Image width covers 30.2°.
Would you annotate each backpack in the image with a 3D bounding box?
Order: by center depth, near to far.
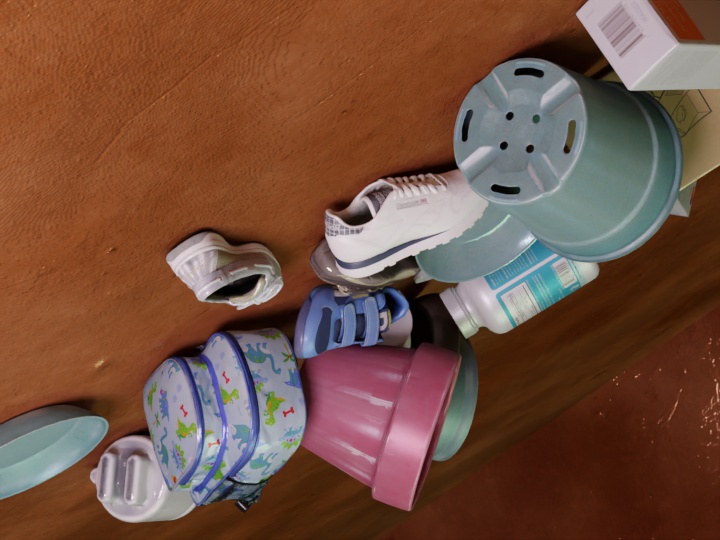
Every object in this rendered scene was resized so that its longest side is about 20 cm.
[{"bbox_3d":[-0.160,0.169,1.571,0.146,0.184,0.200,1,149,-36],"label":"backpack"}]

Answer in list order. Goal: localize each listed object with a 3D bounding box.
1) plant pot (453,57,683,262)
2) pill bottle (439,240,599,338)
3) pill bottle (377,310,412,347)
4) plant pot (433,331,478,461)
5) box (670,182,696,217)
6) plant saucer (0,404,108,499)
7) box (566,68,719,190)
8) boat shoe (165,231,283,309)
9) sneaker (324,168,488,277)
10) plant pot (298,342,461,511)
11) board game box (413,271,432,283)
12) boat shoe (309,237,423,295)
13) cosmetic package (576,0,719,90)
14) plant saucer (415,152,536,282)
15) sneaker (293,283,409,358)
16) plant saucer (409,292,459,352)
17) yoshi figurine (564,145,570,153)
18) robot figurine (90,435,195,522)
[{"bbox_3d":[0.205,-0.123,1.379,0.200,0.201,0.196,-38,153,23],"label":"plant pot"},{"bbox_3d":[0.206,0.009,1.760,0.199,0.111,0.111,-31,163,3],"label":"pill bottle"},{"bbox_3d":[0.003,0.105,1.782,0.111,0.113,0.200,-21,160,-26],"label":"pill bottle"},{"bbox_3d":[0.072,0.180,2.014,0.133,0.202,0.200,10,144,-23],"label":"plant pot"},{"bbox_3d":[0.393,-0.161,1.646,0.041,0.157,0.200,12,177,22],"label":"box"},{"bbox_3d":[-0.391,0.208,1.550,0.199,0.036,0.200,-28,162,-10],"label":"plant saucer"},{"bbox_3d":[0.337,-0.167,1.512,0.199,0.164,0.021,-33,-167,9],"label":"box"},{"bbox_3d":[-0.131,0.011,1.378,0.074,0.065,0.202,-33,163,9],"label":"boat shoe"},{"bbox_3d":[0.054,-0.069,1.443,0.199,0.076,0.081,-29,124,-16],"label":"sneaker"},{"bbox_3d":[0.011,0.171,1.633,0.200,0.178,0.202,17,90,-82],"label":"plant pot"},{"bbox_3d":[0.183,-0.064,1.750,0.199,0.026,0.200,-14,156,-41],"label":"board game box"},{"bbox_3d":[0.000,0.000,1.549,0.073,0.075,0.199,-39,160,28],"label":"boat shoe"},{"bbox_3d":[0.317,-0.242,1.350,0.199,0.102,0.071,-10,153,-50],"label":"cosmetic package"},{"bbox_3d":[0.145,-0.072,1.588,0.200,0.039,0.202,-19,141,-16],"label":"plant saucer"},{"bbox_3d":[-0.012,0.055,1.594,0.200,0.082,0.075,-33,136,-55],"label":"sneaker"},{"bbox_3d":[0.069,0.125,1.857,0.032,0.201,0.200,18,137,-28],"label":"plant saucer"},{"bbox_3d":[0.309,-0.155,1.638,0.200,0.112,0.113,26,88,-55],"label":"yoshi figurine"},{"bbox_3d":[-0.281,0.281,1.801,0.168,0.114,0.200,5,174,21],"label":"robot figurine"}]
